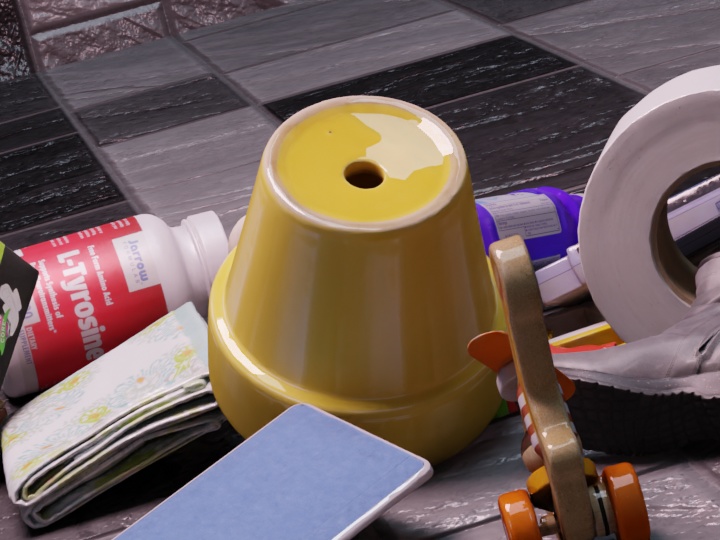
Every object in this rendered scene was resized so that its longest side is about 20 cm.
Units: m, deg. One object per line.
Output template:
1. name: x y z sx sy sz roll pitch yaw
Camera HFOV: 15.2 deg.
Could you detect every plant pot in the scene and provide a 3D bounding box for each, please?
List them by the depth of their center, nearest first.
1. plant pot: 0.000 0.000 1.729 0.200 0.189 0.201 1 45 -1

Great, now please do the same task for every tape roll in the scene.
1. tape roll: 0.244 -0.029 1.735 0.202 0.203 0.071 -10 14 16

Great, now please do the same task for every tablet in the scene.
1. tablet: -0.067 0.152 1.597 0.200 0.014 0.130 -35 37 -28

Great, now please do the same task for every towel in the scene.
1. towel: -0.171 0.097 1.875 0.171 0.048 0.200 -29 15 -2

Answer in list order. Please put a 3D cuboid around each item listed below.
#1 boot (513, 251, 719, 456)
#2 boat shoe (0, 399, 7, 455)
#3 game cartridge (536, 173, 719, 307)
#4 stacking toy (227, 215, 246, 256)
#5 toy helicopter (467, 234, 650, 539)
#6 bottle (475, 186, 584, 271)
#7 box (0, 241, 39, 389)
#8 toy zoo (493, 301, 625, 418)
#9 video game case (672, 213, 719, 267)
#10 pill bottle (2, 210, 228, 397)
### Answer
1. boot: 0.200 0.046 1.671 0.199 0.070 0.132 4 48 21
2. boat shoe: -0.353 0.115 2.001 0.199 0.072 0.076 -11 15 11
3. game cartridge: 0.224 -0.029 1.910 0.200 0.038 0.130 -27 -13 13
4. stacking toy: 0.003 0.032 1.931 0.199 0.147 0.146 0 12 -10
5. toy helicopter: 0.101 0.063 1.521 0.079 0.200 0.132 -14 32 0
6. bottle: 0.108 -0.023 1.934 0.083 0.065 0.200 -18 -4 37
7. box: -0.338 0.056 1.880 0.124 0.149 0.200 -2 61 36
8. toy zoo: 0.125 0.061 1.863 0.200 0.021 0.131 -18 14 -14
9. video game case: 0.273 -0.030 1.870 0.143 0.019 0.200 -30 -9 20
10. pill bottle: -0.200 0.021 2.131 0.199 0.113 0.112 -17 15 -11
